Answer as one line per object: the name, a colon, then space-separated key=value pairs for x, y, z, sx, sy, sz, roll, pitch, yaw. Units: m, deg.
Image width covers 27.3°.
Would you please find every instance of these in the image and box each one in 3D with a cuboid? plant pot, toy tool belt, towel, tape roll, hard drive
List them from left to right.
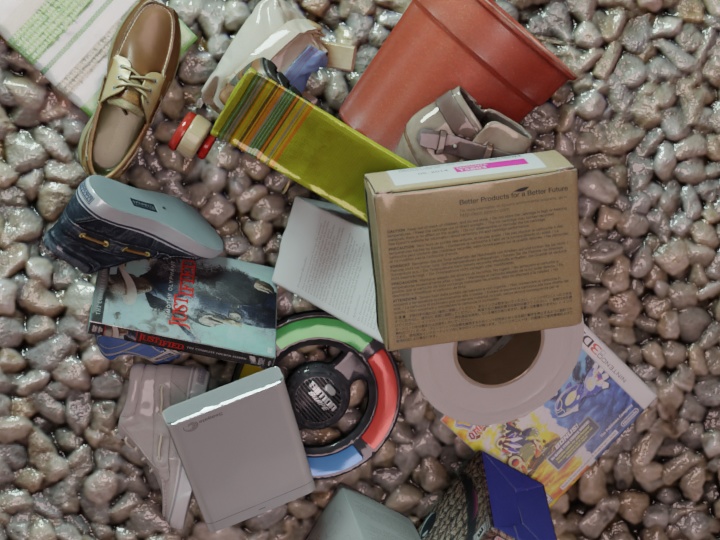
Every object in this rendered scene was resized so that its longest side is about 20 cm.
towel: x=-0.292 y=-0.266 z=1.565 sx=0.149 sy=0.031 sz=0.200 roll=-44 pitch=108 yaw=5
hard drive: x=-0.128 y=0.198 z=1.613 sx=0.131 sy=0.027 sz=0.201 roll=-21 pitch=136 yaw=-8
toy tool belt: x=-0.101 y=-0.181 z=1.566 sx=0.123 sy=0.125 sz=0.201 roll=33 pitch=96 yaw=-7
towel: x=-0.044 y=-0.117 z=1.457 sx=0.199 sy=0.018 sz=0.086 roll=30 pitch=125 yaw=-9
plant pot: x=0.091 y=-0.195 z=1.567 sx=0.200 sy=0.201 sz=0.195 roll=37 pitch=102 yaw=-15
tape roll: x=0.141 y=0.067 z=1.626 sx=0.201 sy=0.071 sz=0.204 roll=-6 pitch=115 yaw=-14

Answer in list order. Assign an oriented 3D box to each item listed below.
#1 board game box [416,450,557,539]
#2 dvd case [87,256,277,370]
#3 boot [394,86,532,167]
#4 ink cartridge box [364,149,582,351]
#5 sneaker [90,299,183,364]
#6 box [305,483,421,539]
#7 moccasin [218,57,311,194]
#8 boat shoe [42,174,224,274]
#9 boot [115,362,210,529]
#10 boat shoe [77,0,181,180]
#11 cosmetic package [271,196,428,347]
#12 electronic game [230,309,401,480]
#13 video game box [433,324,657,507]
board game box: x=0.125 y=0.337 z=1.681 sx=0.096 sy=0.160 sz=0.201 roll=29 pitch=111 yaw=-14
dvd case: x=-0.187 y=0.032 z=1.593 sx=0.199 sy=0.147 sz=0.022 roll=12 pitch=130 yaw=-11
boot: x=0.121 y=-0.082 z=1.488 sx=0.199 sy=0.070 sz=0.146 roll=35 pitch=110 yaw=-13
ink cartridge box: x=0.109 y=-0.021 z=1.440 sx=0.198 sy=0.075 sz=0.166 roll=-7 pitch=110 yaw=-6
sneaker: x=-0.199 y=0.059 z=1.639 sx=0.198 sy=0.076 sz=0.077 roll=1 pitch=129 yaw=-12
box: x=-0.003 y=0.359 z=1.665 sx=0.106 sy=0.200 sz=0.153 roll=29 pitch=97 yaw=-15
moccasin: x=-0.064 y=-0.126 z=1.513 sx=0.078 sy=0.074 sz=0.201 roll=-36 pitch=129 yaw=17
boat shoe: x=-0.242 y=-0.036 z=1.581 sx=0.091 sy=0.071 sz=0.200 roll=-45 pitch=141 yaw=21
boot: x=-0.226 y=0.193 z=1.654 sx=0.095 sy=0.074 sz=0.201 roll=9 pitch=111 yaw=-1
boat shoe: x=-0.237 y=-0.181 z=1.544 sx=0.075 sy=0.074 sz=0.201 roll=17 pitch=102 yaw=-14
cosmetic package: x=0.000 y=0.000 z=1.581 sx=0.071 sy=0.200 sz=0.102 roll=7 pitch=105 yaw=-43
electronic game: x=-0.050 y=0.143 z=1.690 sx=0.198 sy=0.042 sz=0.202 roll=-2 pitch=103 yaw=-9
video game box: x=0.218 y=0.155 z=1.737 sx=0.182 sy=0.047 sz=0.200 roll=42 pitch=93 yaw=-13
